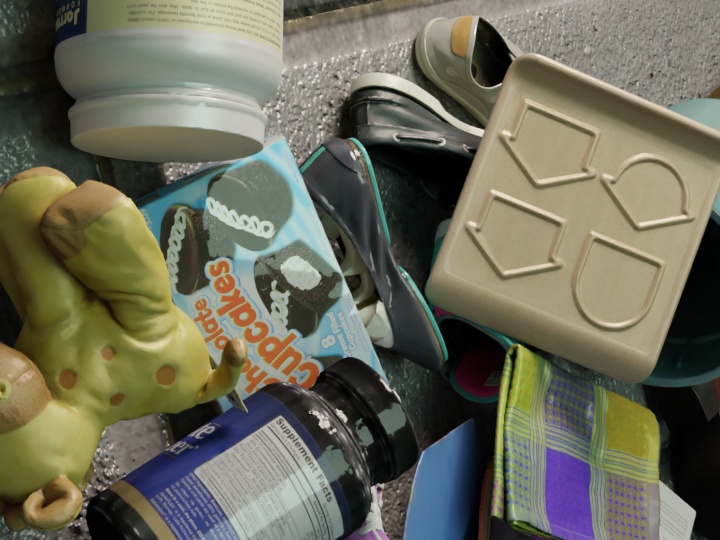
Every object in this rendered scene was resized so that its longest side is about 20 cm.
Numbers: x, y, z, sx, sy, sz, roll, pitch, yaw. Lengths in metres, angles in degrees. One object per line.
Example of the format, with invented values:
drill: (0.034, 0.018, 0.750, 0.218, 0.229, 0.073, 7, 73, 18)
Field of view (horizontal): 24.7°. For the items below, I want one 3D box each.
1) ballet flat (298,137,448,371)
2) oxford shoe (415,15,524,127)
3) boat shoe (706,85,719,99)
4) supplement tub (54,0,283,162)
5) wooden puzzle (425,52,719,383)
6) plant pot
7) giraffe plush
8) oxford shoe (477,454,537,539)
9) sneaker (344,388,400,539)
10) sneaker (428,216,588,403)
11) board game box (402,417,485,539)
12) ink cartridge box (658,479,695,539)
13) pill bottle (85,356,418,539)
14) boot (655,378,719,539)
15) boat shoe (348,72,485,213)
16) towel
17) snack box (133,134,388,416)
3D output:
ballet flat: (0.000, 0.000, 1.205, 0.073, 0.073, 0.201, -44, 122, -39)
oxford shoe: (0.127, -0.150, 1.347, 0.200, 0.058, 0.076, 28, 64, -41)
boat shoe: (0.385, -0.163, 1.600, 0.065, 0.072, 0.200, 56, 46, -24)
supplement tub: (-0.120, -0.177, 1.042, 0.144, 0.144, 0.201, 7, 81, -44)
wooden puzzle: (0.163, -0.038, 1.238, 0.184, 0.046, 0.201, 22, 90, -7)
plant pot: (0.272, -0.039, 1.400, 0.196, 0.199, 0.201, -48, 119, -46)
giraffe plush: (-0.180, 0.062, 0.953, 0.200, 0.172, 0.162, 49, 65, -9)
oxford shoe: (0.126, 0.205, 1.275, 0.072, 0.072, 0.201, 73, 29, -45)
sneaker: (0.001, 0.169, 1.138, 0.201, 0.114, 0.073, -55, 141, -30)
sneaker: (0.124, 0.057, 1.300, 0.200, 0.083, 0.121, 35, 57, -28)
board game box: (0.047, 0.197, 1.227, 0.200, 0.039, 0.159, -20, 112, -68)
ink cartridge box: (0.182, 0.256, 1.338, 0.147, 0.083, 0.201, 40, 59, -34)
pill bottle: (-0.064, 0.142, 1.049, 0.199, 0.112, 0.112, -32, 109, -24)
boot: (0.355, 0.138, 1.558, 0.200, 0.068, 0.189, -36, 103, -49)
boat shoe: (0.069, -0.079, 1.266, 0.199, 0.074, 0.066, 31, 58, -35)
towel: (0.171, 0.149, 1.261, 0.200, 0.023, 0.144, 28, 59, -41)
snack box: (-0.067, 0.023, 1.115, 0.116, 0.037, 0.201, -27, 107, -14)
